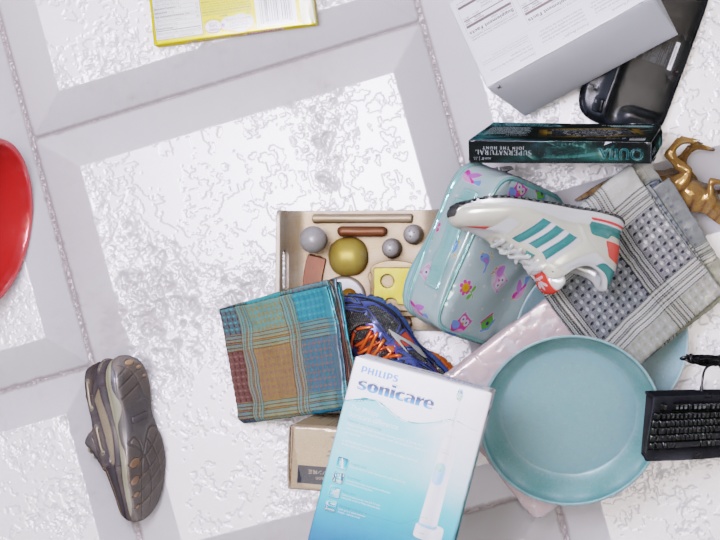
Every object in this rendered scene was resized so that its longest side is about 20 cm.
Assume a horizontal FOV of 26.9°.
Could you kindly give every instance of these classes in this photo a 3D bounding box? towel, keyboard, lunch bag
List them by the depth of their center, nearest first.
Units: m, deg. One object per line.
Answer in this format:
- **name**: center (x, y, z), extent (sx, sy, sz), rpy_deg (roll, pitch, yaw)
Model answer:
- **keyboard**: center (0.381, 0.147, 1.669), extent (0.021, 0.200, 0.128), rpy_deg (6, 92, 47)
- **towel**: center (0.302, -0.001, 1.679), extent (0.200, 0.035, 0.193), rpy_deg (-38, 97, -14)
- **lunch bag**: center (0.138, -0.022, 1.698), extent (0.077, 0.160, 0.201), rpy_deg (27, 97, 44)
- **towel**: center (0.211, 0.149, 1.705), extent (0.191, 0.032, 0.200), rpy_deg (-39, 96, 2)
- **towel**: center (-0.085, 0.097, 1.739), extent (0.200, 0.022, 0.147), rpy_deg (-14, 85, 43)

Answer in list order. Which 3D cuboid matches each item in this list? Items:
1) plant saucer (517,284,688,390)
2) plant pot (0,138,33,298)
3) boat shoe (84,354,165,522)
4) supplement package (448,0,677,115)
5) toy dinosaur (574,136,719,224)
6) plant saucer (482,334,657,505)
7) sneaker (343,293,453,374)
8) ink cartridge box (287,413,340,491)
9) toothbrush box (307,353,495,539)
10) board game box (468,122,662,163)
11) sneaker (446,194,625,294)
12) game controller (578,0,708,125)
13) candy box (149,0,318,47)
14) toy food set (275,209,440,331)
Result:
- **plant saucer**: center (0.275, 0.078, 1.734), extent (0.200, 0.039, 0.202), rpy_deg (0, 97, 0)
- **plant pot**: center (-0.510, -0.066, 1.775), extent (0.177, 0.200, 0.201), rpy_deg (9, 91, 17)
- **boat shoe**: center (-0.286, 0.200, 1.805), extent (0.073, 0.074, 0.201), rpy_deg (-3, 94, 32)
- **supplement package**: center (0.227, -0.277, 1.665), extent (0.200, 0.156, 0.111), rpy_deg (-27, 75, 17)
- **toy dinosaur**: center (0.356, -0.100, 1.721), extent (0.199, 0.060, 0.107), rpy_deg (18, 94, 7)
- **plant saucer**: center (0.231, 0.161, 1.661), extent (0.199, 0.036, 0.201), rpy_deg (1, 107, 4)
- **sneaker**: center (0.038, 0.100, 1.724), extent (0.200, 0.078, 0.075), rpy_deg (37, 113, -10)
- **ink cartridge box**: center (0.014, 0.207, 1.694), extent (0.164, 0.200, 0.075), rpy_deg (3, 89, 8)
- **toothbrush box**: center (0.044, 0.199, 1.547), extent (0.146, 0.085, 0.201), rpy_deg (14, 91, 7)
- **board game box**: center (0.232, -0.143, 1.684), extent (0.199, 0.135, 0.028), rpy_deg (2, 104, 16)
- **sneaker**: center (0.186, -0.024, 1.599), extent (0.199, 0.070, 0.094), rpy_deg (7, 84, -18)
- **game controller**: center (0.328, -0.258, 1.740), extent (0.104, 0.042, 0.201), rpy_deg (20, 93, -8)
- **candy box**: center (-0.154, -0.330, 1.800), extent (0.199, 0.026, 0.103), rpy_deg (-6, 87, 7)
- **toy food set**: center (0.000, 0.000, 1.765), extent (0.199, 0.060, 0.144), rpy_deg (0, 90, 7)
